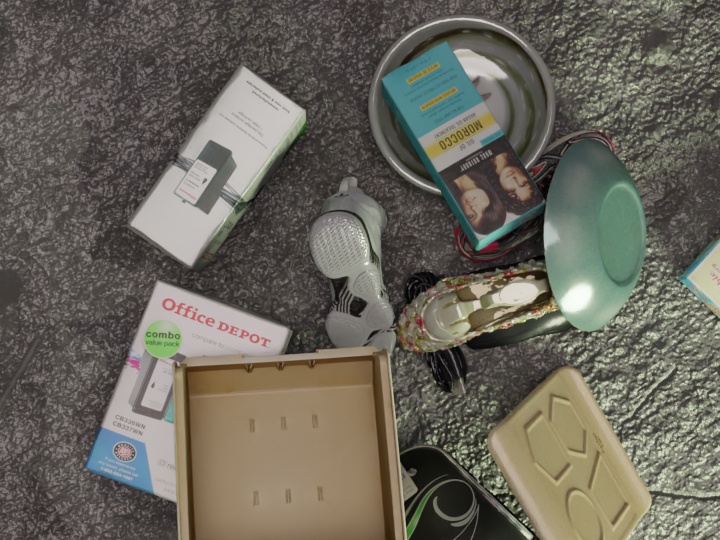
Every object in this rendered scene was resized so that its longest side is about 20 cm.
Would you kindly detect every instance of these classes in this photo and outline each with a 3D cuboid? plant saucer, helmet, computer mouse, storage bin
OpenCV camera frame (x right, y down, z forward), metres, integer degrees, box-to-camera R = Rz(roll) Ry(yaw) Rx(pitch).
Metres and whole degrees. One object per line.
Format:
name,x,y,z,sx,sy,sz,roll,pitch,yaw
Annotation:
plant saucer,0.253,-0.037,1.315,0.039,0.201,0.201,0,87,38
helmet,0.066,0.293,1.290,0.200,0.200,0.191,43,87,0
computer mouse,0.159,0.043,1.372,0.200,0.053,0.139,-18,88,-2
plant saucer,0.108,-0.173,1.374,0.200,0.050,0.200,0,82,2
storage bin,-0.068,0.171,1.182,0.200,0.094,0.199,-3,75,-5

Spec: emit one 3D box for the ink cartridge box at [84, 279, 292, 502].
ink cartridge box,-0.171,0.127,1.312,0.147,0.146,0.200,20,87,-2

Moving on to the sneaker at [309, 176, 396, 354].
sneaker,0.000,0.000,1.356,0.075,0.115,0.200,-5,125,14

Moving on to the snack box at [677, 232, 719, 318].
snack box,0.459,0.034,1.388,0.200,0.037,0.116,44,87,0

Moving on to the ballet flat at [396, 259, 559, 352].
ballet flat,0.125,0.033,1.324,0.200,0.064,0.076,-22,86,10

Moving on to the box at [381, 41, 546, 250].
box,0.104,-0.128,1.314,0.082,0.049,0.200,-30,80,-2

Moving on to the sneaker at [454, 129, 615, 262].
sneaker,0.194,-0.076,1.366,0.200,0.075,0.081,-39,89,-3

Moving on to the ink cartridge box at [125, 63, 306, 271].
ink cartridge box,-0.145,-0.100,1.323,0.083,0.147,0.200,36,88,-1

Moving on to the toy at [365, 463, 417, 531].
toy,-0.035,0.189,1.295,0.115,0.200,0.047,-39,124,1

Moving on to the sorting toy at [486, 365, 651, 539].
sorting toy,0.215,0.212,1.321,0.036,0.200,0.185,-31,89,36
